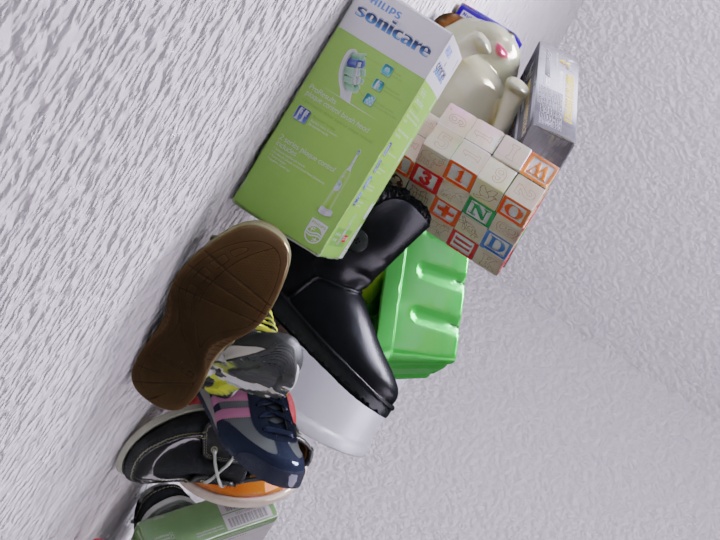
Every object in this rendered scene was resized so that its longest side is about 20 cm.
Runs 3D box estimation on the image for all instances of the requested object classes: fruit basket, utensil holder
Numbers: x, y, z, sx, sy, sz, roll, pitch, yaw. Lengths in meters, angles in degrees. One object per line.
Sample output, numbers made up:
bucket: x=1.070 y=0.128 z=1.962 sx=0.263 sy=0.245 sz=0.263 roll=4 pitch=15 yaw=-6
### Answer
fruit basket: x=0.000 y=0.000 z=1.580 sx=0.216 sy=0.215 sz=0.155 roll=-56 pitch=-174 yaw=-21
utensil holder: x=-0.018 y=0.116 z=2.143 sx=0.201 sy=0.169 sz=0.170 roll=-61 pitch=175 yaw=5

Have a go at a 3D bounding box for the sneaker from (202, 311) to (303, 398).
sneaker: x=-0.103 y=0.057 z=1.380 sx=0.200 sy=0.074 sz=0.085 roll=-9 pitch=-124 yaw=61

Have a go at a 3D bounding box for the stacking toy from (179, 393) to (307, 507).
stacking toy: x=-0.112 y=0.121 z=1.619 sx=0.146 sy=0.145 sz=0.201 roll=-50 pitch=156 yaw=-56

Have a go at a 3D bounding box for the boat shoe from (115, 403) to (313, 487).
boat shoe: x=-0.132 y=0.167 z=1.503 sx=0.199 sy=0.068 sz=0.072 roll=-2 pitch=122 yaw=-42

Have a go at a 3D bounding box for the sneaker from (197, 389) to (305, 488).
sneaker: x=-0.094 y=0.111 z=1.464 sx=0.070 sy=0.200 sz=0.082 roll=16 pitch=113 yaw=-38

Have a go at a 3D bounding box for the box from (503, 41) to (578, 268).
box: x=0.165 y=-0.121 z=1.653 sx=0.200 sy=0.048 sz=0.159 roll=-77 pitch=-168 yaw=-58

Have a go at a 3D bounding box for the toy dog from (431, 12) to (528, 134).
toy dog: x=0.093 y=-0.171 z=1.657 sx=0.200 sy=0.139 sz=0.194 roll=-55 pitch=-173 yaw=-26

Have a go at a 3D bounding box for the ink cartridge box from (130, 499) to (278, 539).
ink cartridge box: x=-0.180 y=0.297 z=1.705 sx=0.145 sy=0.048 sz=0.200 roll=-16 pitch=155 yaw=-27

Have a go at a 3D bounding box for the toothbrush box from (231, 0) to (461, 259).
toothbrush box: x=-0.006 y=-0.115 z=1.301 sx=0.201 sy=0.086 sz=0.146 roll=-57 pitch=175 yaw=4

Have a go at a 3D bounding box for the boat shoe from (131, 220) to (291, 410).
boat shoe: x=-0.113 y=0.025 z=1.253 sx=0.200 sy=0.073 sz=0.063 roll=-48 pitch=-172 yaw=35

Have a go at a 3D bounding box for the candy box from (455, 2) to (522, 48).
candy box: x=0.103 y=-0.201 z=1.880 sx=0.201 sy=0.077 sz=0.169 roll=-57 pitch=174 yaw=8

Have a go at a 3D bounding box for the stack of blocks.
stack of blocks: x=0.069 y=-0.095 z=1.491 sx=0.059 sy=0.199 sz=0.115 roll=-54 pitch=172 yaw=-32

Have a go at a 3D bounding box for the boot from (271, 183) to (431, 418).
boot: x=0.007 y=0.010 z=1.461 sx=0.168 sy=0.200 sz=0.076 roll=-44 pitch=-172 yaw=-5

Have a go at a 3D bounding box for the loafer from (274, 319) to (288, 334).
loafer: x=-0.105 y=0.078 z=1.743 sx=0.200 sy=0.063 sz=0.072 roll=117 pitch=-35 yaw=-52

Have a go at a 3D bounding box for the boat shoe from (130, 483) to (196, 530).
boat shoe: x=-0.212 y=0.258 z=1.726 sx=0.075 sy=0.061 sz=0.200 roll=-20 pitch=158 yaw=-16

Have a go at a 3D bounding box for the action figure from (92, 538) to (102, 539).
action figure: x=-0.292 y=0.334 z=1.496 sx=0.201 sy=0.052 sz=0.065 roll=-60 pitch=172 yaw=-8
